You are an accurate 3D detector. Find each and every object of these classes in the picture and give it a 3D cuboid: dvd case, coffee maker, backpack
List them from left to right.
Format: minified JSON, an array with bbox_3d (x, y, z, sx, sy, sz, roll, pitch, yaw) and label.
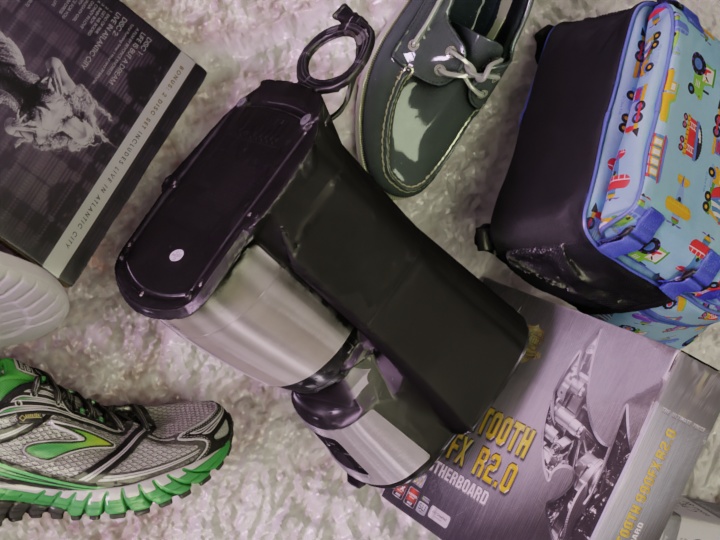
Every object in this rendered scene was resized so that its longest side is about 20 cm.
[{"bbox_3d":[-0.194,-0.107,0.723,0.200,0.016,0.149,38,69,-24],"label":"dvd case"},{"bbox_3d":[0.000,0.000,0.767,0.192,0.135,0.200,-42,125,11],"label":"coffee maker"},{"bbox_3d":[0.192,-0.046,0.842,0.200,0.134,0.183,32,67,-31],"label":"backpack"}]

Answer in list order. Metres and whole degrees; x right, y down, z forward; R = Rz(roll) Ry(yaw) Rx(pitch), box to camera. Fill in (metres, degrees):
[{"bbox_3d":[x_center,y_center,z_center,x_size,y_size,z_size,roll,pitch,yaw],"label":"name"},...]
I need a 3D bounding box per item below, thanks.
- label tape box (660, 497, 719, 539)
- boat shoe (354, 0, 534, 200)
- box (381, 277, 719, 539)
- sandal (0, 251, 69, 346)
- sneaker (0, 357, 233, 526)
[{"bbox_3d":[0.222,0.234,0.951,0.200,0.063,0.145,14,95,-25],"label":"label tape box"},{"bbox_3d":[0.056,-0.134,0.819,0.073,0.062,0.200,23,91,-27],"label":"boat shoe"},{"bbox_3d":[0.107,0.101,0.809,0.048,0.200,0.159,26,90,-29],"label":"box"},{"bbox_3d":[-0.216,-0.010,0.689,0.203,0.082,0.050,35,40,-60],"label":"sandal"},{"bbox_3d":[-0.165,0.091,0.757,0.200,0.078,0.085,-3,99,-23],"label":"sneaker"}]
